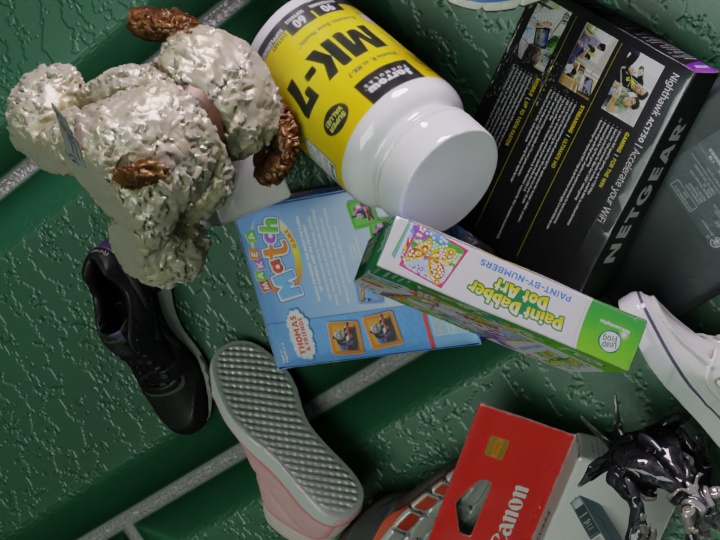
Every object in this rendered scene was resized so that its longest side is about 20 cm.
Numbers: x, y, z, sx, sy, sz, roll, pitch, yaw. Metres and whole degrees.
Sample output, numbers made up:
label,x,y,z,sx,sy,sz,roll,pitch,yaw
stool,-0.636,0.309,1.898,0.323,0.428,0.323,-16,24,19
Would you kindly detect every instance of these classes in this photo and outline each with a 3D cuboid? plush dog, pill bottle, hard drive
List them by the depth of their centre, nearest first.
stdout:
label,x,y,z,sx,sy,sz,roll,pitch,yaw
plush dog,-0.135,-0.110,1.173,0.200,0.172,0.160,49,153,-12
hard drive,0.257,-0.051,1.223,0.200,0.033,0.140,-34,92,30
pill bottle,0.008,-0.121,1.229,0.200,0.114,0.115,43,124,34

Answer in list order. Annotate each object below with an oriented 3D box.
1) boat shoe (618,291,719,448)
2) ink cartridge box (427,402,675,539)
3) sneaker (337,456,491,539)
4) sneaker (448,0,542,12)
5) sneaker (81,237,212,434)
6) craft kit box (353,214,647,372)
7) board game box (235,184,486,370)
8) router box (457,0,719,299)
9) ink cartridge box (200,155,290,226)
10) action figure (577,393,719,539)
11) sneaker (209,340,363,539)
label,x,y,z,sx,sy,sz,roll,pitch,yaw
boat shoe,0.277,0.082,1.226,0.066,0.072,0.200,-37,105,17
ink cartridge box,0.153,0.226,1.334,0.175,0.045,0.201,16,116,-4
sneaker,0.031,0.219,1.402,0.200,0.082,0.077,-42,129,10
sneaker,0.134,-0.249,1.157,0.199,0.079,0.089,-8,131,7
sneaker,-0.205,0.067,1.450,0.075,0.088,0.201,-15,102,28
craft kit box,0.099,0.022,1.207,0.197,0.200,0.049,20,85,-3
board game box,0.000,0.000,1.360,0.199,0.037,0.152,-9,104,26
router box,0.159,-0.098,1.212,0.149,0.051,0.201,36,114,26
ink cartridge box,-0.138,-0.100,1.339,0.200,0.067,0.118,2,115,68
action figure,0.244,0.188,1.221,0.200,0.118,0.102,45,147,39
sneaker,-0.078,0.165,1.433,0.200,0.075,0.105,52,149,19
